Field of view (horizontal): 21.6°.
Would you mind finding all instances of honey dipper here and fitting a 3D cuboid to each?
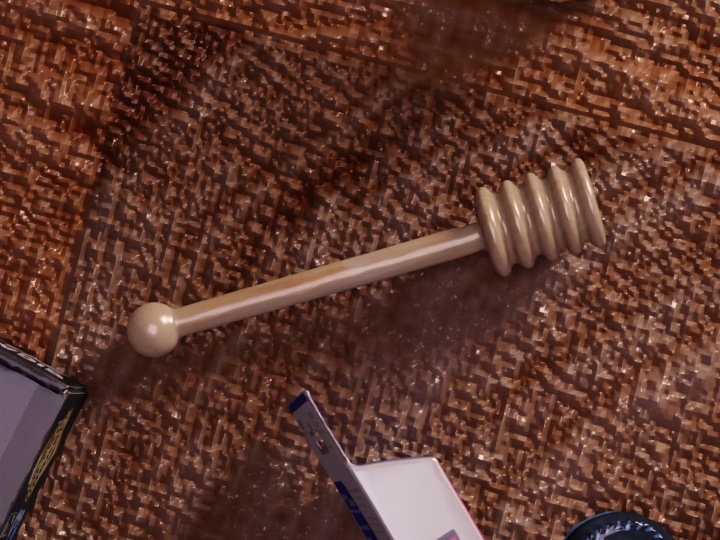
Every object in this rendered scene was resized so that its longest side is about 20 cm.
[{"bbox_3d":[0.000,0.000,0.767,0.198,0.038,0.038,-16,87,6],"label":"honey dipper"}]

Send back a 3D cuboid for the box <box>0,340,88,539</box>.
[{"bbox_3d":[-0.243,0.091,0.765,0.197,0.050,0.201,28,88,2],"label":"box"}]

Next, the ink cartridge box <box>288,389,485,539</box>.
[{"bbox_3d":[0.037,0.128,0.725,0.037,0.095,0.201,-32,87,-9],"label":"ink cartridge box"}]

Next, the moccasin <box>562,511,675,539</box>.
[{"bbox_3d":[0.135,0.189,0.733,0.080,0.068,0.202,-24,88,0],"label":"moccasin"}]

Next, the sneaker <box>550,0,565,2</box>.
[{"bbox_3d":[0.127,-0.193,0.740,0.076,0.088,0.200,43,92,2],"label":"sneaker"}]
